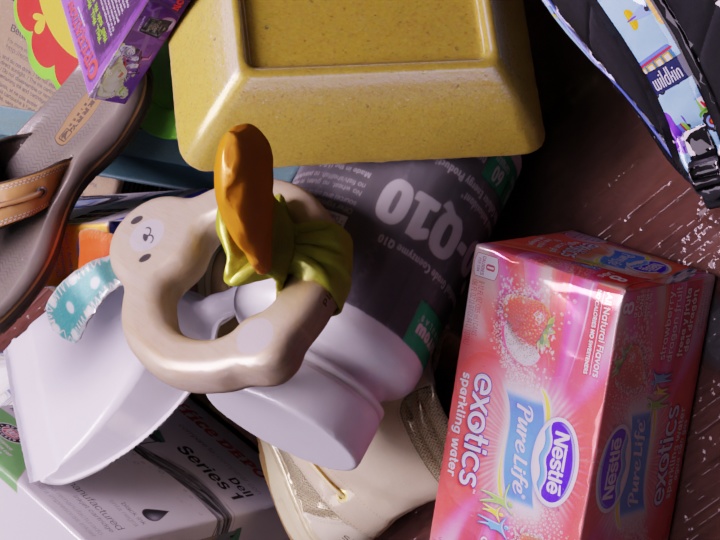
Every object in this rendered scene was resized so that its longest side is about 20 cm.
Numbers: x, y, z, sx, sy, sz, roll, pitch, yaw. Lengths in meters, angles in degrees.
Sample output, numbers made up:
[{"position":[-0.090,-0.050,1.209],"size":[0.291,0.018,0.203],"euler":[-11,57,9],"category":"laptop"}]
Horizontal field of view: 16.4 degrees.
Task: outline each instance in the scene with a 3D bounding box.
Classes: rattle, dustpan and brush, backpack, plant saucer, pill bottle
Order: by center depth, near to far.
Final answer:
[{"position":[0.185,-0.159,1.224],"size":[0.200,0.134,0.183],"euler":[50,125,14],"category":"backpack"},{"position":[-0.113,-0.018,1.288],"size":[0.199,0.143,0.131],"euler":[19,84,37],"category":"rattle"},{"position":[-0.006,-0.157,1.337],"size":[0.049,0.198,0.201],"euler":[110,155,-66],"category":"plant saucer"},{"position":[0.000,0.000,1.369],"size":[0.113,0.113,0.201],"euler":[13,69,38],"category":"pill bottle"},{"position":[-0.112,0.036,1.454],"size":[0.200,0.057,0.140],"euler":[-41,36,14],"category":"dustpan and brush"},{"position":[-0.132,-0.067,1.485],"size":[0.198,0.070,0.019],"euler":[9,76,-3],"category":"plant saucer"}]

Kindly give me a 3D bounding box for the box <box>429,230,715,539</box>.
[{"position":[0.113,0.089,1.353],"size":[0.102,0.094,0.202],"euler":[19,107,36],"category":"box"}]

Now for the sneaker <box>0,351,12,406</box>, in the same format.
[{"position":[-0.192,0.083,1.617],"size":[0.200,0.075,0.089],"euler":[-28,69,50],"category":"sneaker"}]

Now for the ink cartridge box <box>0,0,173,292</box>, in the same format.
[{"position":[-0.202,-0.093,1.607],"size":[0.199,0.075,0.166],"euler":[32,113,32],"category":"ink cartridge box"}]

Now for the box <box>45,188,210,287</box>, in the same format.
[{"position":[-0.179,-0.017,1.481],"size":[0.199,0.119,0.042],"euler":[-1,101,28],"category":"box"}]

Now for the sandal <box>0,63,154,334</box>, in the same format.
[{"position":[-0.190,-0.048,1.393],"size":[0.082,0.055,0.201],"euler":[32,85,42],"category":"sandal"}]

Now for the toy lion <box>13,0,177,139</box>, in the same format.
[{"position":[-0.127,-0.160,1.452],"size":[0.192,0.068,0.201],"euler":[-42,66,38],"category":"toy lion"}]

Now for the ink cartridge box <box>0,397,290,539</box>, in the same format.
[{"position":[-0.150,0.145,1.511],"size":[0.146,0.199,0.085],"euler":[36,116,30],"category":"ink cartridge box"}]

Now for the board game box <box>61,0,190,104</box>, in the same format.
[{"position":[-0.136,-0.205,1.372],"size":[0.120,0.032,0.201],"euler":[-48,46,34],"category":"board game box"}]

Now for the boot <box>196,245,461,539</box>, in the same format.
[{"position":[-0.006,0.055,1.462],"size":[0.155,0.073,0.201],"euler":[-29,78,38],"category":"boot"}]
